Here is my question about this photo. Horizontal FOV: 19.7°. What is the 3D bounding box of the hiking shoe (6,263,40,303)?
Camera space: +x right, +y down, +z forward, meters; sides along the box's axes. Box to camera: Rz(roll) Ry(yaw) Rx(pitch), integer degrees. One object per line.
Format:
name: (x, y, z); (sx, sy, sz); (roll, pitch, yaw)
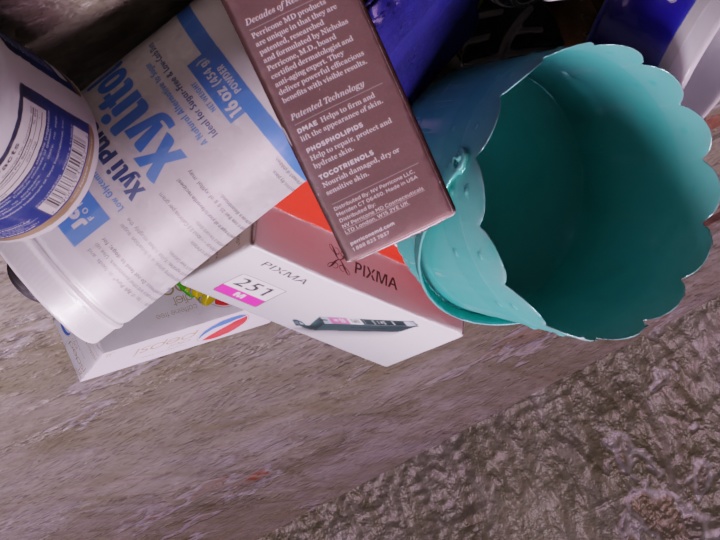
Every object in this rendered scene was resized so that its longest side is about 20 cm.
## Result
hiking shoe: (-0.168, -0.044, 1.512); (0.200, 0.076, 0.101); (-27, 161, -34)

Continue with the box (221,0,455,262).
box: (-0.023, -0.116, 1.154); (0.075, 0.200, 0.100); (-24, -155, -1)

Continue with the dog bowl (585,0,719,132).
dog bowl: (0.242, -0.192, 1.474); (0.200, 0.079, 0.200); (-49, 165, -18)

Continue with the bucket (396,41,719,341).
bucket: (0.124, -0.053, 1.403); (0.207, 0.208, 0.135); (-18, -168, -30)

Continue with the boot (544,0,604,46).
boot: (0.174, -0.201, 1.503); (0.073, 0.076, 0.200); (-17, 164, -25)

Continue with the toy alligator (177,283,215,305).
toy alligator: (-0.139, -0.018, 1.670); (0.054, 0.059, 0.200); (-53, 168, -5)

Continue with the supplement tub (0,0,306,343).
supplement tub: (-0.126, -0.064, 1.278); (0.200, 0.132, 0.132); (-39, 166, 2)

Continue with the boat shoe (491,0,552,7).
boat shoe: (0.135, -0.209, 1.348); (0.073, 0.068, 0.199); (-19, 166, -26)

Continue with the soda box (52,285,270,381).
soda box: (-0.160, 0.031, 1.804); (0.200, 0.064, 0.068); (-18, 165, -33)

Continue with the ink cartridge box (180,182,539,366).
ink cartridge box: (0.000, 0.000, 1.497); (0.200, 0.044, 0.173); (23, 150, -32)

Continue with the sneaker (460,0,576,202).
sneaker: (0.114, -0.119, 1.537); (0.078, 0.201, 0.090); (-6, -161, 2)

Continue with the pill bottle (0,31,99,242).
pill bottle: (-0.226, -0.083, 1.131); (0.111, 0.111, 0.200); (-27, 167, 7)

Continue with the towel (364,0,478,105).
towel: (0.017, -0.160, 1.348); (0.148, 0.050, 0.200); (-49, 166, -7)

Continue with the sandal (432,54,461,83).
sandal: (0.005, -0.121, 1.475); (0.200, 0.082, 0.055); (-19, 172, -33)

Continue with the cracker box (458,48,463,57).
cracker box: (0.135, -0.149, 1.665); (0.200, 0.058, 0.134); (-19, 164, -30)
